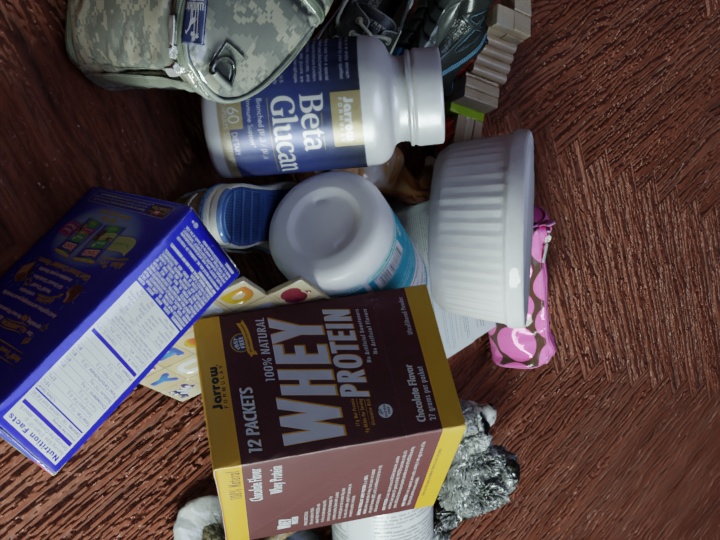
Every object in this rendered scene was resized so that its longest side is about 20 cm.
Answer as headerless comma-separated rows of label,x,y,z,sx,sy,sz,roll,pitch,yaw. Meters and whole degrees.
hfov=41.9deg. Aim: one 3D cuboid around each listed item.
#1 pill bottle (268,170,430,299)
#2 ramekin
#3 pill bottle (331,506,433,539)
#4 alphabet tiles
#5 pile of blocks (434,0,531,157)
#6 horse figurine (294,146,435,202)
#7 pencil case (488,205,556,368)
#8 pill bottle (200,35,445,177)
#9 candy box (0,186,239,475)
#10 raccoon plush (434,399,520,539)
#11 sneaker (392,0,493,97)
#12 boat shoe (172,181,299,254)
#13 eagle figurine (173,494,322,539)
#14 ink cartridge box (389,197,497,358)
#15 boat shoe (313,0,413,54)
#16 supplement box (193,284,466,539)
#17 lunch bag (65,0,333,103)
pill bottle,0.000,0.000,0.878,0.111,0.110,0.200,-60,152,-13
ramekin,0.126,-0.043,0.962,0.202,0.094,0.204,2,90,-78
pill bottle,0.023,0.247,1.023,0.113,0.113,0.201,-22,121,-37
alphabet tiles,-0.109,0.064,0.824,0.166,0.199,0.006,39,31,-52
pile of blocks,0.114,-0.209,1.017,0.062,0.082,0.201,13,108,-29
horse figurine,-0.003,-0.116,0.955,0.199,0.050,0.133,-23,110,-40
pencil case,0.196,0.023,1.147,0.091,0.093,0.201,-43,131,-49
pill bottle,-0.029,-0.142,0.809,0.199,0.111,0.112,-5,110,3
candy box,-0.215,0.035,0.713,0.200,0.169,0.077,-49,125,-22
raccoon plush,0.107,0.249,1.135,0.134,0.097,0.201,42,72,-33
sneaker,0.097,-0.262,0.934,0.082,0.073,0.200,10,127,-39
boat shoe,-0.103,-0.050,0.856,0.200,0.072,0.073,11,84,-67
eagle figurine,-0.100,0.314,0.949,0.151,0.152,0.200,-7,151,-4
ink cartridge box,0.067,0.013,1.061,0.199,0.043,0.198,-28,117,-37
boat shoe,0.000,-0.227,0.895,0.070,0.064,0.201,29,70,-20
supplement box,-0.033,0.130,0.825,0.199,0.133,0.198,-8,149,-10
lunch bag,-0.125,-0.208,0.710,0.139,0.199,0.168,36,75,-42
